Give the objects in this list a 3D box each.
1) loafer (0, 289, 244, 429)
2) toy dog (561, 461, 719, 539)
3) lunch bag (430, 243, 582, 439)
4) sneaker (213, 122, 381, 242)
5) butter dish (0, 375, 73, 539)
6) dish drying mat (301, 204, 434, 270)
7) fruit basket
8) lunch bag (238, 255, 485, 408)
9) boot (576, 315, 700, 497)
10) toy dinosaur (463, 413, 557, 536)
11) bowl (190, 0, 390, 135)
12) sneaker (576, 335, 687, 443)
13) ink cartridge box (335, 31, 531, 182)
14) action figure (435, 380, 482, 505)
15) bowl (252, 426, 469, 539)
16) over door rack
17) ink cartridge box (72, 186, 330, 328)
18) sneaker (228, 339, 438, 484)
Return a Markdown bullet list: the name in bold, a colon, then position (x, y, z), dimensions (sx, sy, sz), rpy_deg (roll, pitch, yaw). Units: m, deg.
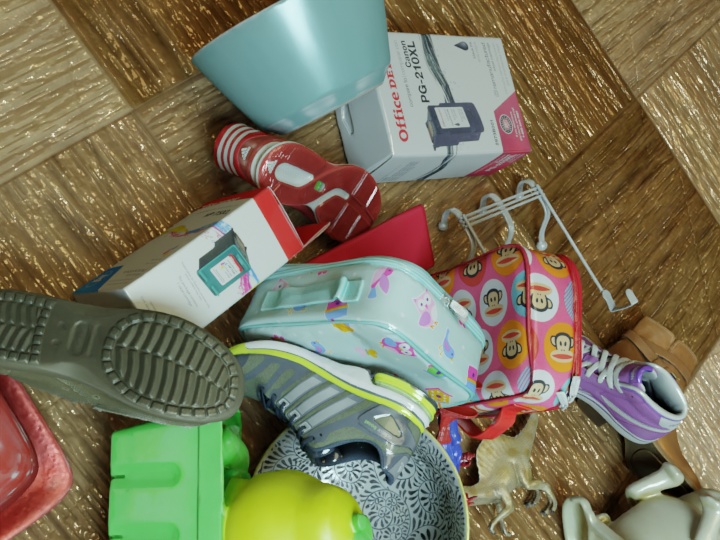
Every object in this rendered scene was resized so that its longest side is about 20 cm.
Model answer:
- **loafer**: position (-0.183, 0.065, 0.607), dimensions (0.200, 0.067, 0.076), rpy_deg (19, 66, -6)
- **toy dog**: position (0.348, 0.313, 0.908), dimensions (0.200, 0.140, 0.194), rpy_deg (-13, 104, -25)
- **lunch bag**: position (0.129, 0.077, 0.815), dimensions (0.082, 0.200, 0.176), rpy_deg (10, 74, -27)
- **sneaker**: position (-0.065, -0.099, 0.825), dimensions (0.078, 0.116, 0.200), rpy_deg (-56, 147, 1)
- **butter dish**: position (-0.315, 0.122, 0.564), dimensions (0.199, 0.148, 0.200), rpy_deg (-34, 94, -34)
- **dish drying mat**: position (0.000, 0.000, 0.856), dimensions (0.200, 0.018, 0.077), rpy_deg (-29, 116, -35)
- **fruit basket**: position (-0.091, 0.204, 0.649), dimensions (0.215, 0.156, 0.216), rpy_deg (0, 75, -1)
- **lunch bag**: position (0.001, 0.053, 0.718), dimensions (0.160, 0.200, 0.077), rpy_deg (45, 53, -35)
- **boot**: position (0.372, 0.166, 1.007), dimensions (0.200, 0.074, 0.155), rpy_deg (49, 62, -6)
- **toy dinosaur**: position (0.166, 0.213, 0.884), dimensions (0.200, 0.058, 0.101), rpy_deg (-38, 96, -33)
- **bowl**: position (-0.050, -0.202, 0.797), dimensions (0.201, 0.201, 0.105), rpy_deg (-35, 104, -34)
- **sneaker**: position (0.269, 0.105, 0.914), dimensions (0.200, 0.114, 0.073), rpy_deg (34, 69, 10)
- **ink cartridge box**: position (0.078, -0.183, 0.929), dimensions (0.200, 0.084, 0.145), rpy_deg (-8, 79, -33)
- **action figure**: position (0.085, 0.198, 0.786), dimensions (0.052, 0.200, 0.065), rpy_deg (10, 32, 3)
- **bowl**: position (0.004, 0.224, 0.741), dimensions (0.094, 0.201, 0.201), rpy_deg (45, 42, -68)
- **over door rack**: position (0.196, -0.003, 0.950), dimensions (0.148, 0.067, 0.200), rpy_deg (-23, 68, -34)
- **ink cartridge box**: position (-0.135, -0.010, 0.725), dimensions (0.200, 0.116, 0.067), rpy_deg (-41, 112, -33)
- **sneaker**: position (-0.041, 0.116, 0.686), dimensions (0.200, 0.074, 0.081), rpy_deg (12, 59, 19)
